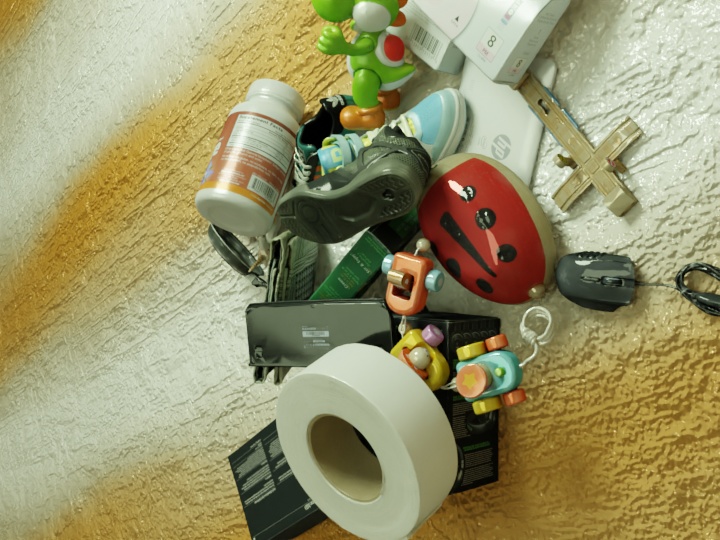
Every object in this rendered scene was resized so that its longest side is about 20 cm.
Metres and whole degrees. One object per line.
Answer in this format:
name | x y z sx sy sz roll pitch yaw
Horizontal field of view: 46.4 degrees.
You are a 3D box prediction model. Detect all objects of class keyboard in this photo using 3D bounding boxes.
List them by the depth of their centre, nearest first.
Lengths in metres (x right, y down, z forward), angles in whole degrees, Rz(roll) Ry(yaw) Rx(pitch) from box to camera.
keyboard | -0.046 0.097 0.975 0.198 0.021 0.129 -2 94 28

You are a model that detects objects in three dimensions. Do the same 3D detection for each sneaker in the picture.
sneaker | -0.001 -0.096 0.940 0.198 0.115 0.077 -18 115 39
sneaker | 0.026 -0.144 0.984 0.200 0.129 0.080 -47 50 42
sneaker | -0.063 -0.152 1.129 0.072 0.079 0.201 52 128 34

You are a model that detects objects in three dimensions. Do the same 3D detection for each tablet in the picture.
tablet | 0.146 -0.142 0.942 0.130 0.014 0.202 26 111 45

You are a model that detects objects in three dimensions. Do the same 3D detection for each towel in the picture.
towel | -0.089 0.039 1.108 0.034 0.200 0.195 11 102 9

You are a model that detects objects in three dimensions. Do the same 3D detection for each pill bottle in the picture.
pill bottle | -0.145 -0.158 1.161 0.112 0.112 0.202 -9 56 48

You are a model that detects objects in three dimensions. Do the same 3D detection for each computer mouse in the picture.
computer mouse | 0.265 0.015 0.793 0.199 0.034 0.059 7 95 48

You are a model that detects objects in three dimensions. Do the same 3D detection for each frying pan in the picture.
frying pan | -0.164 -0.002 1.258 0.031 0.115 0.190 -42 88 5

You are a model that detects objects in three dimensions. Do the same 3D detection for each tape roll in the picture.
tape roll | 0.004 0.183 0.888 0.201 0.071 0.205 21 125 33

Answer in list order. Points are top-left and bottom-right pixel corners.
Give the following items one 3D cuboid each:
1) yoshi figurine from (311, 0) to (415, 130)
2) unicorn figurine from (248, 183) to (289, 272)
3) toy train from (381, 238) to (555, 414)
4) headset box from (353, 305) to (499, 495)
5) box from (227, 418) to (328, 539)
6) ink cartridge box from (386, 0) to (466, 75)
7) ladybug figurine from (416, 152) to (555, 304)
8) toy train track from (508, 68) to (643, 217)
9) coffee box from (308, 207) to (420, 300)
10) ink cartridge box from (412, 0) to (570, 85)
yoshi figurine | -0.008 -0.274 0.991 0.113 0.111 0.202 -128 26 -46
unicorn figurine | -0.154 -0.086 1.256 0.200 0.073 0.139 -152 67 -62
toy train | 0.088 0.061 0.854 0.199 0.055 0.152 24 104 31
headset box | 0.069 0.136 0.977 0.173 0.092 0.203 3 93 48
box | -0.093 0.287 1.178 0.200 0.078 0.142 -42 58 41
ink cartridge box | 0.081 -0.357 0.989 0.200 0.043 0.175 49 125 36
ladybug figurine | 0.126 -0.044 0.903 0.200 0.071 0.137 49 128 31
toy train track | 0.205 -0.137 0.848 0.115 0.032 0.201 -50 59 34
coffee box | 0.000 0.000 1.027 0.044 0.123 0.200 43 129 3
ink cartridge box | 0.150 -0.319 0.850 0.163 0.057 0.201 53 132 28
